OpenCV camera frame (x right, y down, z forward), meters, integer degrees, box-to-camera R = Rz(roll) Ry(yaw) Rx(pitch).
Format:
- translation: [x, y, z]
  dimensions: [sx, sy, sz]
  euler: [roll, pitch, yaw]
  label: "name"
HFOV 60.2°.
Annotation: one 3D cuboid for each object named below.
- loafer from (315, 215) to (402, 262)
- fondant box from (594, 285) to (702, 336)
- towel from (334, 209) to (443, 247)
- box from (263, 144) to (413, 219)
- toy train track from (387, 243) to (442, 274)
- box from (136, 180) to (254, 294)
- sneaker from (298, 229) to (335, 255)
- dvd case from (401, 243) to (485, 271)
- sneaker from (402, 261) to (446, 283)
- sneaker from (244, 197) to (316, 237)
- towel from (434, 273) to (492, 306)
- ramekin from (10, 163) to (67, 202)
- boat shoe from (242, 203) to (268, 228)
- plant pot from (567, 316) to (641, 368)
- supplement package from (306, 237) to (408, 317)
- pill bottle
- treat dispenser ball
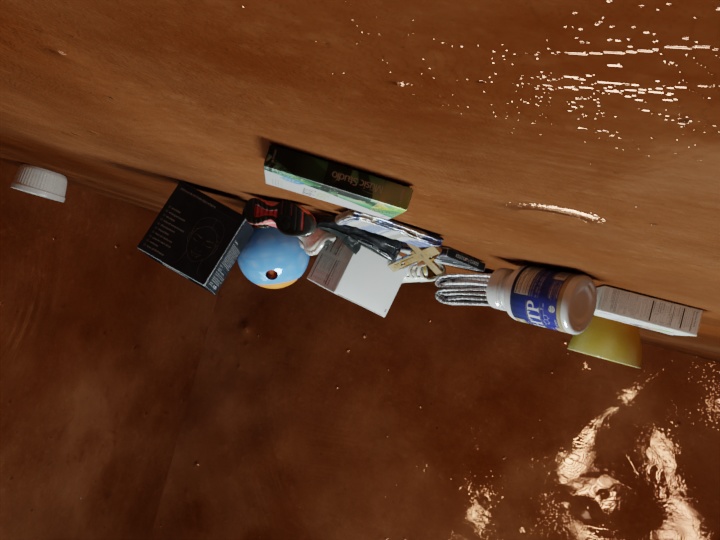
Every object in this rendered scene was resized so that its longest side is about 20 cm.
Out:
- translation: [-0.007, -0.071, 1.360]
  dimensions: [0.199, 0.071, 0.068]
  euler: [16, 178, -3]
  label: "loafer"
- translation: [0.599, 0.088, 1.331]
  dimensions: [0.199, 0.059, 0.144]
  euler: [16, 178, 10]
  label: "fondant box"
- translation: [0.053, -0.081, 1.254]
  dimensions: [0.199, 0.024, 0.147]
  euler: [17, 175, -17]
  label: "towel"
- translation: [-0.036, -0.120, 0.877]
  dimensions: [0.199, 0.037, 0.144]
  euler: [15, 178, -7]
  label: "box"
- translation: [0.126, -0.034, 1.419]
  dimensions: [0.115, 0.033, 0.200]
  euler: [46, 151, -11]
  label: "toy train track"
- translation: [-0.404, -0.080, 1.543]
  dimensions: [0.199, 0.197, 0.124]
  euler: [29, 170, 6]
  label: "box"
- translation: [-0.119, -0.089, 1.461]
  dimensions: [0.081, 0.075, 0.200]
  euler: [58, 167, -20]
  label: "sneaker"
- translation: [0.178, -0.038, 1.493]
  dimensions: [0.150, 0.025, 0.199]
  euler: [18, 177, -43]
  label: "dvd case"
- translation: [0.142, -0.002, 1.727]
  dimensions: [0.199, 0.077, 0.081]
  euler: [-6, -175, -26]
  label: "sneaker"
- translation: [-0.164, -0.124, 1.384]
  dimensions: [0.199, 0.074, 0.087]
  euler: [18, -167, 34]
  label: "sneaker"
- translation: [0.304, 0.057, 1.681]
  dimensions: [0.199, 0.086, 0.166]
  euler: [1, 175, 12]
  label: "towel"
- translation: [-1.277, -0.352, 2.483]
  dimensions: [0.199, 0.106, 0.200]
  euler: [16, 177, 1]
  label: "ramekin"
- translation: [-0.244, -0.134, 1.560]
  dimensions: [0.068, 0.057, 0.200]
  euler: [17, 177, -33]
  label: "boat shoe"
- translation: [0.703, 0.180, 1.754]
  dimensions: [0.199, 0.143, 0.200]
  euler: [15, 178, 1]
  label: "plant pot"
- translation: [0.000, 0.000, 1.522]
  dimensions: [0.111, 0.156, 0.200]
  euler: [24, 177, 44]
  label: "supplement package"
- translation: [0.365, 0.053, 1.273]
  dimensions: [0.119, 0.120, 0.199]
  euler: [18, 177, -42]
  label: "pill bottle"
- translation: [-0.237, -0.051, 1.692]
  dimensions: [0.200, 0.202, 0.201]
  euler: [15, 177, 1]
  label: "treat dispenser ball"
